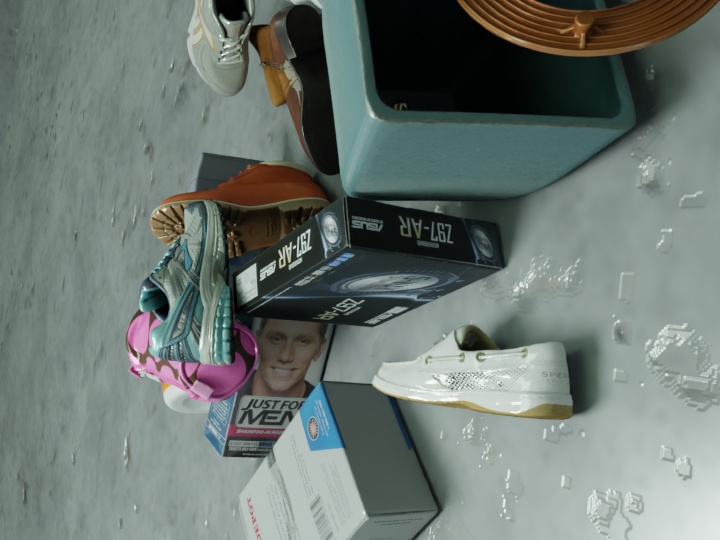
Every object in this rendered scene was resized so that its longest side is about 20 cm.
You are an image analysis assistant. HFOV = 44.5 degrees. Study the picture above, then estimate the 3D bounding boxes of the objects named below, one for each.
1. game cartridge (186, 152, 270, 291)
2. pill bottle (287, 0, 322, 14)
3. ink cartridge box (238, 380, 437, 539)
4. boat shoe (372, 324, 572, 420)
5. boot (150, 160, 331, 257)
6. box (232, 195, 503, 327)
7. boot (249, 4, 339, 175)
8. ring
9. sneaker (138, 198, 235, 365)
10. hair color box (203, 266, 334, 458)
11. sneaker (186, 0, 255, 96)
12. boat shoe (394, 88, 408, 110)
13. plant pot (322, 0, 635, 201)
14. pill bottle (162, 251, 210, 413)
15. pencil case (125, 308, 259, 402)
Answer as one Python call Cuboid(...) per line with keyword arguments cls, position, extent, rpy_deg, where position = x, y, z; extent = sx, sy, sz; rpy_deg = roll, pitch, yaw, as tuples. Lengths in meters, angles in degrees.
Cuboid(cls="game cartridge", position=(-0.137, -0.042, 1.023), extent=(0.042, 0.133, 0.200), rpy_deg=(-34, 57, 50))
Cuboid(cls="pill bottle", position=(-0.055, -0.352, 0.977), extent=(0.200, 0.116, 0.116), rpy_deg=(45, 120, 50))
Cuboid(cls="ink cartridge box", position=(-0.030, 0.226, 0.854), extent=(0.200, 0.084, 0.145), rpy_deg=(-56, 42, 34))
Cuboid(cls="boat shoe", position=(0.090, 0.079, 0.721), extent=(0.200, 0.071, 0.069), rpy_deg=(-2, 81, 48))
Cuboid(cls="boot", position=(-0.135, -0.074, 0.980), extent=(0.075, 0.200, 0.107), rpy_deg=(104, 156, -43))
Cuboid(cls="box", position=(0.000, 0.000, 0.784), extent=(0.200, 0.160, 0.044), rpy_deg=(-28, 61, 50))
Cuboid(cls="boot", position=(-0.081, -0.203, 1.021), extent=(0.188, 0.068, 0.200), rpy_deg=(68, 163, -14))
Cuboid(cls="ring", position=(0.154, -0.229, 0.595), extent=(0.019, 0.200, 0.201), rpy_deg=(73, -176, -62))
Cuboid(cls="sneaker", position=(-0.168, 0.003, 0.836), extent=(0.200, 0.086, 0.078), rpy_deg=(-104, 16, -45))
Cuboid(cls="hair color box", position=(-0.097, 0.103, 0.964), extent=(0.061, 0.100, 0.200), rpy_deg=(29, 108, 56))
Cuboid(cls="sneaker", position=(-0.159, -0.282, 1.026), extent=(0.200, 0.076, 0.092), rpy_deg=(91, 155, -44))
Cuboid(cls="boat shoe", position=(0.032, -0.195, 0.853), extent=(0.076, 0.072, 0.200), rpy_deg=(-39, 53, 46))
Cuboid(cls="plant pot", position=(0.063, -0.148, 0.699), extent=(0.200, 0.196, 0.197), rpy_deg=(124, 142, -63))
Cuboid(cls="pill bottle", position=(-0.198, 0.070, 1.113), extent=(0.113, 0.113, 0.200), rpy_deg=(-39, 52, 46))
Cuboid(cls="pencil case", position=(-0.185, 0.086, 0.933), extent=(0.094, 0.091, 0.200), rpy_deg=(-51, 24, -19))
